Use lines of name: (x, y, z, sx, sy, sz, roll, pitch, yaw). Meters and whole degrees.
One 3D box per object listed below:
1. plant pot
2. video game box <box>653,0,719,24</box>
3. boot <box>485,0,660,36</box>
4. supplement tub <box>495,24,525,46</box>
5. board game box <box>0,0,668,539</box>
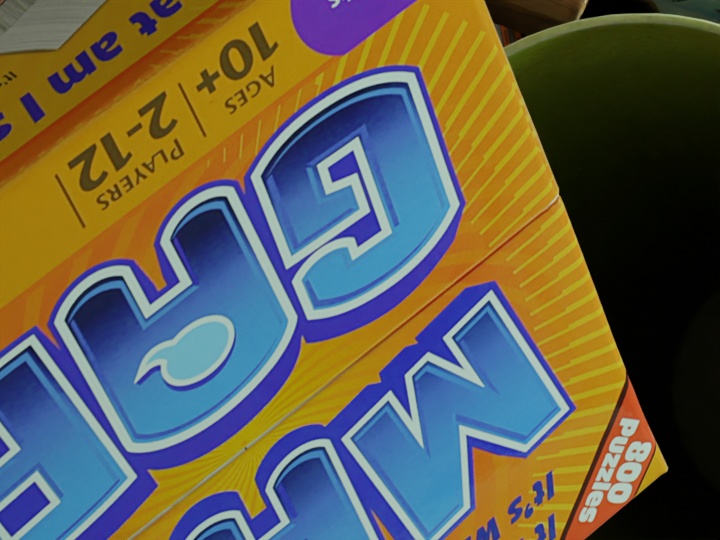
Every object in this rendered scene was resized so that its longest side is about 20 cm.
plant pot: (0.113, 0.030, 0.967, 0.186, 0.188, 0.200, 21, 1, 24)
video game box: (0.160, -0.106, 1.112, 0.181, 0.047, 0.200, 22, -10, -8)
boot: (-0.006, -0.119, 1.057, 0.199, 0.069, 0.188, 28, 0, 26)
supplement tub: (0.034, -0.067, 1.232, 0.199, 0.123, 0.123, 3, 22, -23)
board game box: (-0.081, 0.003, 0.763, 0.200, 0.200, 0.200, -38, 40, -15)
